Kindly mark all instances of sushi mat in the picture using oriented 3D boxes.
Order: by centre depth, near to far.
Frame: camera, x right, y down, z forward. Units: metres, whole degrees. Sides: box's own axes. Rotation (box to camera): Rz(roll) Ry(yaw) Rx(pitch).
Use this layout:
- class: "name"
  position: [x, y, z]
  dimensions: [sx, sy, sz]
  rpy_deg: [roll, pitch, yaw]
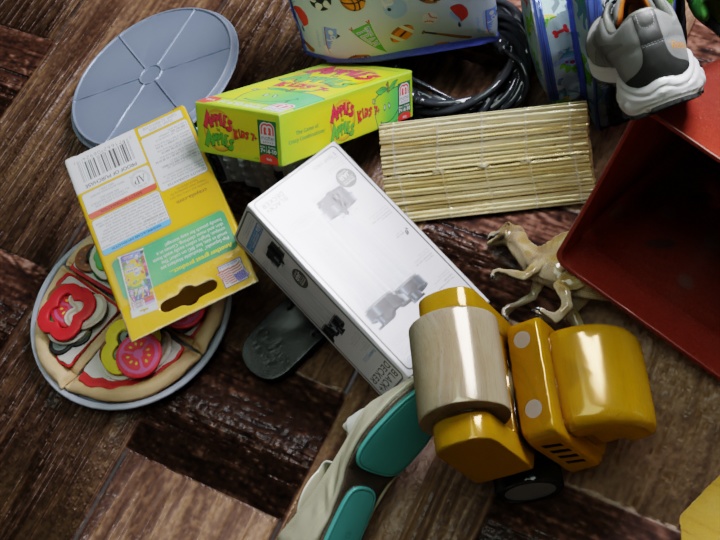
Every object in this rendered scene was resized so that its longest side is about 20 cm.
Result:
- class: "sushi mat"
  position: [0.118, -0.100, 1.056]
  dimensions: [0.198, 0.097, 0.012]
  rpy_deg: [-6, 16, 8]

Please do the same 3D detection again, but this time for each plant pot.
- class: "plant pot"
  position: [0.311, -0.058, 0.917]
  dimensions: [0.199, 0.200, 0.176]
  rpy_deg: [37, 57, 13]

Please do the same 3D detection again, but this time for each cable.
- class: "cable"
  position: [0.093, -0.220, 1.144]
  dimensions: [0.199, 0.051, 0.163]
  rpy_deg: [29, 66, 28]

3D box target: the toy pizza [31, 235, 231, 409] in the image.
- class: "toy pizza"
  position: [-0.220, 0.034, 1.066]
  dimensions: [0.198, 0.032, 0.202]
  rpy_deg: [-5, 61, 9]

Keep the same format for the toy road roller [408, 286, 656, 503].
- class: "toy road roller"
  position: [0.139, 0.089, 0.876]
  dimensions: [0.145, 0.200, 0.124]
  rpy_deg: [-21, 56, 25]

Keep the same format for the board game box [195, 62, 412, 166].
- class: "board game box"
  position: [-0.048, -0.150, 1.053]
  dimensions: [0.101, 0.048, 0.199]
  rpy_deg: [13, 26, 35]

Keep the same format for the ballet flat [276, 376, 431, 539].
- class: "ballet flat"
  position: [-0.003, 0.159, 0.924]
  dimensions: [0.069, 0.069, 0.201]
  rpy_deg: [33, 91, 25]

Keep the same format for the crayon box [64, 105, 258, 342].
- class: "crayon box"
  position: [-0.178, -0.037, 1.032]
  dimensions: [0.125, 0.052, 0.201]
  rpy_deg: [-25, 65, -2]

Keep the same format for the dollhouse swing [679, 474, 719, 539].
- class: "dollhouse swing"
  position: [0.375, 0.231, 0.843]
  dimensions: [0.200, 0.176, 0.181]
  rpy_deg: [-42, 20, -12]

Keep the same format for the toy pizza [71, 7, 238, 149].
- class: "toy pizza"
  position: [-0.213, -0.196, 1.186]
  dimensions: [0.198, 0.032, 0.202]
  rpy_deg: [-14, 51, 17]

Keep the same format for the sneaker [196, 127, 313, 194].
- class: "sneaker"
  position: [-0.080, -0.112, 1.105]
  dimensions: [0.199, 0.075, 0.081]
  rpy_deg: [26, 61, 23]

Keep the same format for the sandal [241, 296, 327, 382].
- class: "sandal"
  position: [-0.030, 0.019, 1.034]
  dimensions: [0.075, 0.045, 0.200]
  rpy_deg: [37, 74, 26]

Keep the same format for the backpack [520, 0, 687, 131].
- class: "backpack"
  position: [0.222, -0.246, 1.039]
  dimensions: [0.145, 0.200, 0.185]
  rpy_deg: [-8, 61, 6]

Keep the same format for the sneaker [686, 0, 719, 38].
- class: "sneaker"
  position: [0.376, -0.215, 1.029]
  dimensions: [0.198, 0.078, 0.086]
  rpy_deg: [24, 46, -7]

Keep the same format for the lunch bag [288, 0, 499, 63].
- class: "lunch bag"
  position: [0.022, -0.296, 1.076]
  dimensions: [0.198, 0.171, 0.125]
  rpy_deg: [-11, 48, 5]

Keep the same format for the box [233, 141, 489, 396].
- class: "box"
  position: [0.000, 0.000, 0.976]
  dimensions: [0.200, 0.060, 0.116]
  rpy_deg: [45, 57, 7]

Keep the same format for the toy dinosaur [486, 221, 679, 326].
- class: "toy dinosaur"
  position: [0.188, 0.012, 0.987]
  dimensions: [0.199, 0.058, 0.102]
  rpy_deg: [24, 67, 22]

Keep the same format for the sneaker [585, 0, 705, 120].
- class: "sneaker"
  position: [0.209, -0.178, 0.851]
  dimensions: [0.073, 0.080, 0.200]
  rpy_deg: [-18, 19, 8]
